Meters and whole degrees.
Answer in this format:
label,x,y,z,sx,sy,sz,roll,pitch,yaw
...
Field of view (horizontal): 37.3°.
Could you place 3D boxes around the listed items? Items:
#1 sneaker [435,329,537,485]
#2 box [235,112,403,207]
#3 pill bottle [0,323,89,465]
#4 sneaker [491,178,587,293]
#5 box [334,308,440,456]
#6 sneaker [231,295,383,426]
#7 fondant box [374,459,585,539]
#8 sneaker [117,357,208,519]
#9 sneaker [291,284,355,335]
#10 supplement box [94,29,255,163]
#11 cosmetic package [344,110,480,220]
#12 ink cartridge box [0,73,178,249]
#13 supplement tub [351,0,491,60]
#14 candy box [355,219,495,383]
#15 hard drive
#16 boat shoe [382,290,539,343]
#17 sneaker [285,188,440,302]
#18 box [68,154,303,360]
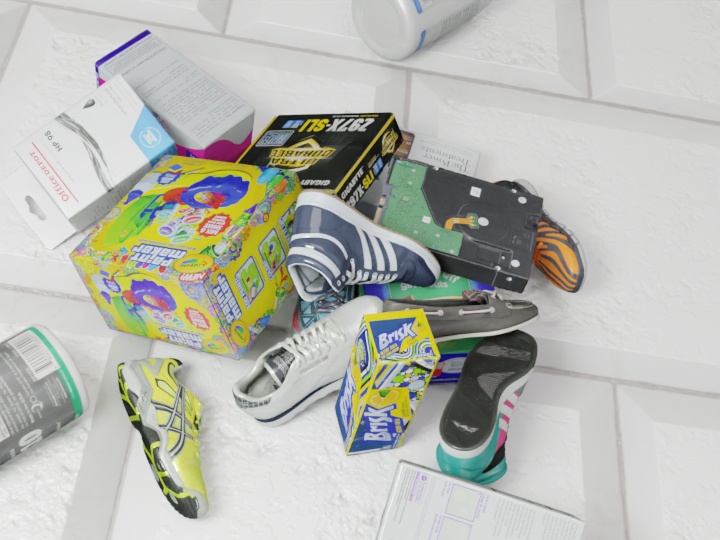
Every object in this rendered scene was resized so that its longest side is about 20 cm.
label,x,y,z,sx,sy,sz,roll,pitch,yaw
sneaker,0.142,0.166,1.202,0.083,0.121,0.200,21,45,20
box,-0.065,-0.137,1.366,0.199,0.049,0.160,5,44,37
pill bottle,-0.394,0.149,1.108,0.200,0.113,0.113,-32,65,-29
sneaker,0.204,-0.040,1.391,0.111,0.078,0.200,-7,44,-28
box,0.024,0.125,1.157,0.070,0.200,0.065,-5,55,-16
sneaker,-0.053,0.095,1.194,0.200,0.081,0.076,-41,57,-5
fondant box,0.114,0.295,1.100,0.199,0.058,0.145,18,84,3
sneaker,-0.200,0.172,1.156,0.076,0.076,0.201,-17,60,-22
sneaker,-0.043,0.015,1.290,0.079,0.096,0.201,-1,54,-11
supplement box,-0.246,-0.210,1.413,0.200,0.101,0.103,36,55,16
cosmetic package,0.050,-0.123,1.443,0.199,0.052,0.151,17,55,1
ink cartridge box,-0.337,-0.131,1.305,0.200,0.067,0.116,-38,85,-12
supplement tub,0.095,-0.414,1.618,0.132,0.132,0.200,42,56,19
candy box,0.079,0.035,1.313,0.168,0.077,0.201,-2,53,-13
hard drive,0.119,-0.058,1.318,0.199,0.038,0.140,16,52,1
boat shoe,0.116,0.046,1.213,0.199,0.067,0.057,-10,98,-22
sneaker,0.000,0.000,1.210,0.199,0.070,0.109,29,59,-26
box,-0.184,-0.021,1.227,0.199,0.122,0.193,9,47,31
